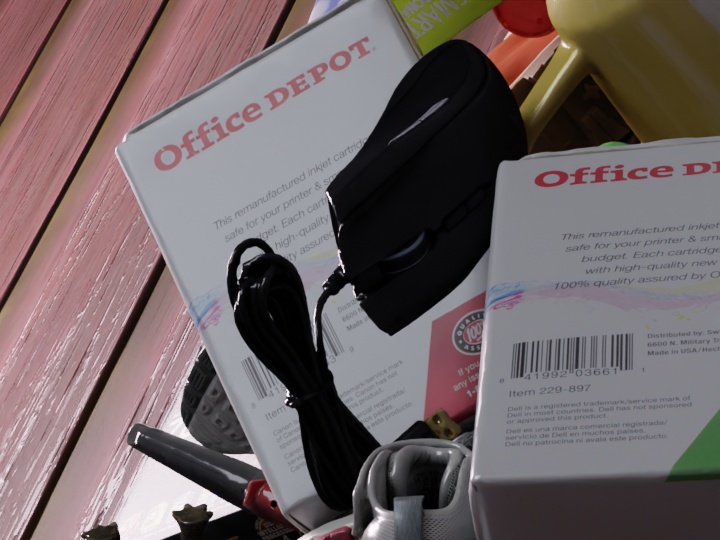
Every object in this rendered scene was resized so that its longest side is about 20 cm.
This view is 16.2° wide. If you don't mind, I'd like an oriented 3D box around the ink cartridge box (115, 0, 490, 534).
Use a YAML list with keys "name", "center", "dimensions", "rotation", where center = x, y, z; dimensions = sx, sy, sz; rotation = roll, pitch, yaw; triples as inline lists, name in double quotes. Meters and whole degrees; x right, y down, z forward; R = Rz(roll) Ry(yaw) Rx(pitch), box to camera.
- name: "ink cartridge box"
  center: [0.000, 0.000, 1.130]
  dimensions: [0.145, 0.083, 0.201]
  rotation: [-29, 65, 6]

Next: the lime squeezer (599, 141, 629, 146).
- name: "lime squeezer"
  center: [0.130, -0.069, 1.222]
  dimensions: [0.200, 0.038, 0.071]
  rotation: [-47, 47, 25]

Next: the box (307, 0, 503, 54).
- name: "box"
  center: [0.059, -0.176, 1.254]
  dimensions: [0.200, 0.048, 0.122]
  rotation: [-33, 27, 41]

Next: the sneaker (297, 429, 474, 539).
- name: "sneaker"
  center: [0.047, 0.110, 1.066]
  dimensions: [0.200, 0.081, 0.075]
  rotation: [-29, 13, 25]

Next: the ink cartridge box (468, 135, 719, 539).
- name: "ink cartridge box"
  center: [0.121, 0.038, 0.936]
  dimensions: [0.145, 0.088, 0.200]
  rotation: [-5, 37, 10]

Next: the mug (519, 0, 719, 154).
- name: "mug"
  center: [0.153, -0.099, 1.093]
  dimensions: [0.149, 0.153, 0.187]
  rotation: [-19, 37, 51]

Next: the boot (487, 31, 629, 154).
- name: "boot"
  center: [0.071, -0.072, 1.330]
  dimensions: [0.200, 0.075, 0.107]
  rotation: [-36, 20, 9]

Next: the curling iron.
- name: "curling iron"
  center: [-0.045, 0.114, 1.175]
  dimensions: [0.200, 0.026, 0.050]
  rotation: [31, 71, 39]

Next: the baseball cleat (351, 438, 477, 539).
- name: "baseball cleat"
  center: [0.032, 0.121, 0.962]
  dimensions: [0.200, 0.069, 0.107]
  rotation: [82, -170, -78]

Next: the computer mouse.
- name: "computer mouse"
  center: [0.031, 0.004, 1.018]
  dimensions: [0.046, 0.141, 0.200]
  rotation: [1, 34, 36]

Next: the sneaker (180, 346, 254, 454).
- name: "sneaker"
  center: [-0.007, 0.014, 1.233]
  dimensions: [0.200, 0.075, 0.087]
  rotation: [-42, 8, 0]

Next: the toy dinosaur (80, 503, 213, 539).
- name: "toy dinosaur"
  center: [-0.090, 0.180, 1.213]
  dimensions: [0.077, 0.103, 0.200]
  rotation: [-18, 28, -19]

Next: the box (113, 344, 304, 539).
- name: "box"
  center: [-0.035, 0.081, 1.297]
  dimensions: [0.200, 0.049, 0.162]
  rotation: [-24, 30, 44]

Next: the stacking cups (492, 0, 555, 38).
- name: "stacking cups"
  center: [0.115, -0.184, 1.334]
  dimensions: [0.060, 0.061, 0.200]
  rotation: [-31, 12, 39]
